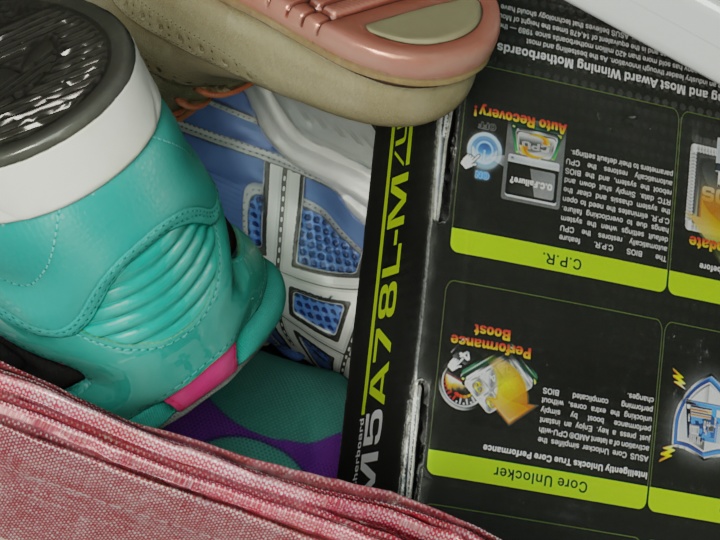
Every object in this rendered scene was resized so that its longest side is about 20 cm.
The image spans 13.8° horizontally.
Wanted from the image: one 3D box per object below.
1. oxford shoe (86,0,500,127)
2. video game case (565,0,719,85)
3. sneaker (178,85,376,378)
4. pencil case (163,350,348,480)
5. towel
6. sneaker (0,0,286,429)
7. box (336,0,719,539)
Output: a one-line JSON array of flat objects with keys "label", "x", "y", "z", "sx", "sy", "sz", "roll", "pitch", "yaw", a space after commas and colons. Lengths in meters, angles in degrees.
[{"label": "oxford shoe", "x": -0.037, "y": -0.065, "z": 0.730, "sx": 0.070, "sy": 0.200, "sz": 0.074, "roll": -13, "pitch": 119, "yaw": -33}, {"label": "video game case", "x": 0.101, "y": -0.104, "z": 0.749, "sx": 0.199, "sy": 0.182, "sz": 0.023, "roll": 28, "pitch": 128, "yaw": -2}, {"label": "sneaker", "x": 0.000, "y": 0.000, "z": 0.808, "sx": 0.077, "sy": 0.076, "sz": 0.200, "roll": -35, "pitch": 90, "yaw": 18}, {"label": "pencil case", "x": -0.082, "y": 0.053, "z": 0.768, "sx": 0.199, "sy": 0.085, "sz": 0.093, "roll": 13, "pitch": 58, "yaw": 13}, {"label": "towel", "x": -0.061, "y": 0.095, "z": 0.664, "sx": 0.143, "sy": 0.200, "sz": 0.023, "roll": 21, "pitch": 48, "yaw": -9}, {"label": "sneaker", "x": -0.082, "y": -0.013, "z": 0.705, "sx": 0.083, "sy": 0.200, "sz": 0.121, "roll": -33, "pitch": 120, "yaw": -14}, {"label": "box", "x": 0.094, "y": 0.026, "z": 0.735, "sx": 0.199, "sy": 0.047, "sz": 0.194, "roll": 10, "pitch": 80, "yaw": -23}]
